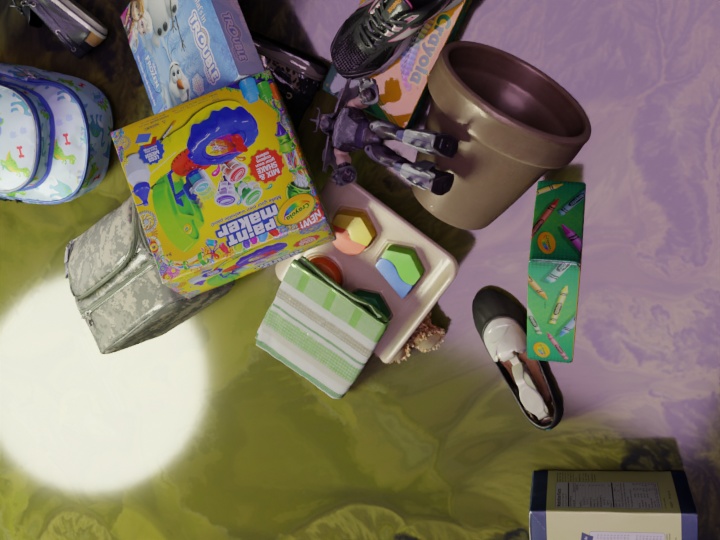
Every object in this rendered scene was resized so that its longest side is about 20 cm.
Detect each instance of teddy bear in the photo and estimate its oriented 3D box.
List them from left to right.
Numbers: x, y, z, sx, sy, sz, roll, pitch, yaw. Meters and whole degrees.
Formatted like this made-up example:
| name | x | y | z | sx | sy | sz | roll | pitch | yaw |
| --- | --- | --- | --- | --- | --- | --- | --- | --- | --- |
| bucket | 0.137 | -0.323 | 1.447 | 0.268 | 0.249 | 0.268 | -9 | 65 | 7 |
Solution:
| name | x | y | z | sx | sy | sz | roll | pitch | yaw |
| --- | --- | --- | --- | --- | --- | --- | --- | --- | --- |
| teddy bear | 0.036 | 0.026 | 1.316 | 0.145 | 0.067 | 0.200 | -39 | 92 | 32 |

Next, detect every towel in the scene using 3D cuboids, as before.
| name | x | y | z | sx | sy | sz | roll | pitch | yaw |
| --- | --- | --- | --- | --- | --- | --- | --- | --- | --- |
| towel | -0.051 | 0.077 | 1.304 | 0.149 | 0.031 | 0.200 | 34 | 140 | 3 |

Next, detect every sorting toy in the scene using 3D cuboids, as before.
| name | x | y | z | sx | sy | sz | roll | pitch | yaw |
| --- | --- | --- | --- | --- | --- | --- | --- | --- | --- |
| sorting toy | 0.000 | 0.000 | 1.259 | 0.200 | 0.036 | 0.185 | 39 | 124 | 7 |

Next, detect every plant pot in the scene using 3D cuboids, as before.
| name | x | y | z | sx | sy | sz | roll | pitch | yaw |
| --- | --- | --- | --- | --- | --- | --- | --- | --- | --- |
| plant pot | 0.148 | -0.149 | 1.208 | 0.200 | 0.200 | 0.175 | 32 | 124 | 5 |

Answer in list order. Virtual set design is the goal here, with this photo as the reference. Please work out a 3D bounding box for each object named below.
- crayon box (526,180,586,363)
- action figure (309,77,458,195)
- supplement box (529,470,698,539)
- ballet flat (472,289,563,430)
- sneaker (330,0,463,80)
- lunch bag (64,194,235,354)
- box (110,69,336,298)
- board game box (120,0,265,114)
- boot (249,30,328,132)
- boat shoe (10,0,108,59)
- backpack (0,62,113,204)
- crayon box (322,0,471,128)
| name | x | y | z | sx | sy | sz | roll | pitch | yaw |
| --- | --- | --- | --- | --- | --- | --- | --- | --- | --- |
| crayon box | 0.230 | 0.005 | 1.184 | 0.058 | 0.119 | 0.201 | 4 | 144 | 12 |
| action figure | 0.018 | -0.153 | 1.161 | 0.199 | 0.069 | 0.131 | 23 | 114 | 32 |
| supplement box | 0.319 | 0.371 | 1.277 | 0.198 | 0.134 | 0.201 | -2 | 100 | 12 |
| ballet flat | 0.205 | 0.116 | 1.289 | 0.068 | 0.068 | 0.201 | -30 | 93 | 16 |
| sneaker | 0.040 | -0.302 | 1.161 | 0.200 | 0.086 | 0.080 | -41 | 88 | 16 |
| lunch bag | -0.291 | -0.005 | 1.324 | 0.200 | 0.139 | 0.168 | -32 | 81 | 37 |
| box | -0.157 | -0.098 | 1.189 | 0.199 | 0.122 | 0.194 | -22 | 79 | 0 |
| board game box | -0.214 | -0.281 | 1.244 | 0.199 | 0.043 | 0.201 | -33 | 75 | 48 |
| boot | -0.157 | -0.231 | 1.302 | 0.203 | 0.073 | 0.155 | 23 | 107 | 9 |
| boat shoe | -0.430 | -0.357 | 1.337 | 0.200 | 0.075 | 0.062 | 38 | 99 | -2 |
| backpack | -0.443 | -0.176 | 1.335 | 0.199 | 0.147 | 0.184 | 9 | 104 | 8 |
| crayon box | 0.050 | -0.290 | 1.244 | 0.118 | 0.058 | 0.201 | 27 | 105 | 6 |
